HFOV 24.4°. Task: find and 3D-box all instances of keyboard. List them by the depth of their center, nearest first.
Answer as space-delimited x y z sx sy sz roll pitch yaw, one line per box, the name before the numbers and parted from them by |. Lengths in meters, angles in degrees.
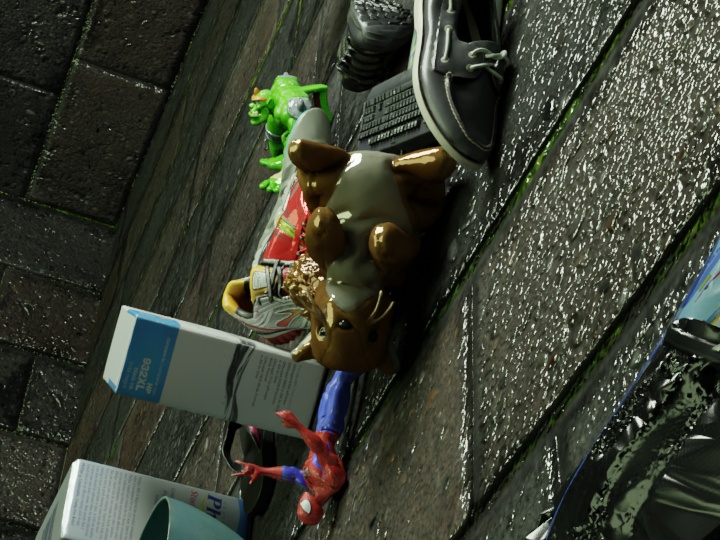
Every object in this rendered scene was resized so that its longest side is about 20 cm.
keyboard | 0.036 -0.124 1.545 0.200 0.021 0.127 167 107 -70

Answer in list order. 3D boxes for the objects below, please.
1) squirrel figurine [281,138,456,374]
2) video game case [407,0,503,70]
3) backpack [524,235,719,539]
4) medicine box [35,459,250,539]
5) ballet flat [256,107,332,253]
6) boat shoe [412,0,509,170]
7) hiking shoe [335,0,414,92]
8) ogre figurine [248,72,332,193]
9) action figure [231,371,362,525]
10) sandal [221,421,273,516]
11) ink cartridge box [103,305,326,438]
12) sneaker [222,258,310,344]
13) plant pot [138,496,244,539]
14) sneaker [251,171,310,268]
squirrel figurine | 0.000 0.000 1.434 0.200 0.141 0.187 108 166 -78
video game case | 0.088 -0.237 1.545 0.200 0.023 0.182 129 155 -57
backpack | 0.179 0.052 0.509 0.200 0.182 0.135 -61 22 -2
medicine box | -0.242 0.312 1.791 0.182 0.200 0.103 122 158 -46
ballet flat | -0.062 -0.084 1.903 0.064 0.067 0.200 27 102 45
boat shoe | 0.087 -0.174 1.363 0.063 0.073 0.200 -36 44 35
hiking shoe | 0.015 -0.234 1.761 0.200 0.076 0.101 -90 12 -77
ogre figurine | -0.085 -0.168 2.019 0.200 0.098 0.120 -66 -20 -69
action figure | -0.051 0.128 1.493 0.065 0.099 0.200 131 151 -61
sandal | -0.124 0.189 1.807 0.200 0.045 0.075 -100 30 -63
ink cartridge box | -0.151 0.103 1.695 0.145 0.200 0.084 -174 100 -76
sneaker | -0.067 0.026 1.657 0.200 0.082 0.078 -23 50 49
plant pot | -0.143 0.322 1.524 0.200 0.135 0.200 -163 90 -77
sneaker | -0.061 -0.036 1.786 0.085 0.077 0.200 -28 47 62
